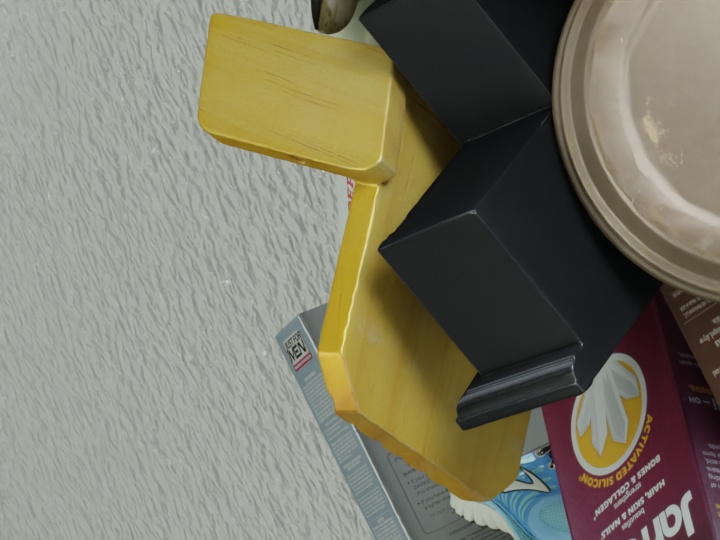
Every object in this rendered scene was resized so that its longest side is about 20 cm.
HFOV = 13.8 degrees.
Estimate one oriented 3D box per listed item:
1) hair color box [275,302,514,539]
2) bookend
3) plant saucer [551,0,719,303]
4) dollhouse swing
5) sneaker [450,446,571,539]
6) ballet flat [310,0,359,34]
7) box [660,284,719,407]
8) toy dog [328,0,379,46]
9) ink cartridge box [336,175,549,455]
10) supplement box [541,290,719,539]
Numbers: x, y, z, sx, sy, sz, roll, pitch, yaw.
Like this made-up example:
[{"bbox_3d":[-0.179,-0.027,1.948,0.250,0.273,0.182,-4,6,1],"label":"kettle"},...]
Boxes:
[{"bbox_3d":[0.035,0.106,1.989,0.200,0.099,0.061,64,157,6],"label":"hair color box"},{"bbox_3d":[0.066,-0.067,1.432,0.199,0.200,0.092,49,143,-15],"label":"bookend"},{"bbox_3d":[0.187,-0.083,1.369,0.200,0.200,0.029,62,-178,9],"label":"plant saucer"},{"bbox_3d":[0.000,0.000,1.544,0.181,0.176,0.200,15,166,40],"label":"dollhouse swing"},{"bbox_3d":[0.118,0.127,1.863,0.200,0.078,0.090,20,120,53],"label":"sneaker"},{"bbox_3d":[0.014,-0.215,1.558,0.066,0.057,0.200,-113,38,-66],"label":"ballet flat"},{"bbox_3d":[0.239,0.056,1.504,0.200,0.100,0.075,64,157,5],"label":"box"},{"bbox_3d":[0.083,-0.156,1.580,0.200,0.139,0.194,121,141,-49],"label":"toy dog"},{"bbox_3d":[0.070,-0.005,1.830,0.200,0.083,0.146,44,148,41],"label":"ink cartridge box"},{"bbox_3d":[0.172,0.113,1.588,0.110,0.085,0.200,-47,41,40],"label":"supplement box"}]
